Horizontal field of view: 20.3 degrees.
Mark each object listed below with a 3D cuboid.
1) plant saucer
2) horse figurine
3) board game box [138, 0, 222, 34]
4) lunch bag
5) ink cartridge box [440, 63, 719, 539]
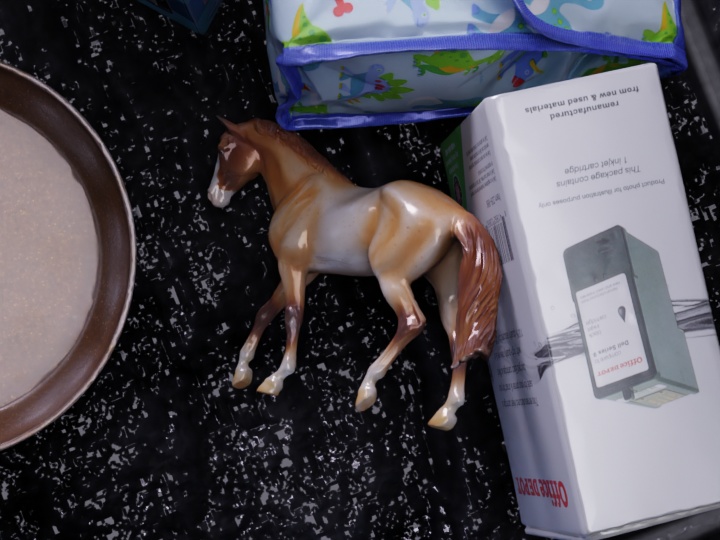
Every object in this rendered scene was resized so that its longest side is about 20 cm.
[{"bbox_3d":[-0.209,-0.006,0.990,0.199,0.034,0.202,0,85,-3],"label":"plant saucer"},{"bbox_3d":[0.000,0.000,0.956,0.199,0.050,0.133,8,84,42],"label":"horse figurine"},{"bbox_3d":[-0.155,-0.187,0.945,0.199,0.151,0.047,28,89,-1],"label":"board game box"},{"bbox_3d":[0.050,-0.167,0.961,0.199,0.127,0.171,-4,77,-5],"label":"lunch bag"},{"bbox_3d":[0.106,0.019,0.948,0.084,0.146,0.201,-12,87,-8],"label":"ink cartridge box"}]
